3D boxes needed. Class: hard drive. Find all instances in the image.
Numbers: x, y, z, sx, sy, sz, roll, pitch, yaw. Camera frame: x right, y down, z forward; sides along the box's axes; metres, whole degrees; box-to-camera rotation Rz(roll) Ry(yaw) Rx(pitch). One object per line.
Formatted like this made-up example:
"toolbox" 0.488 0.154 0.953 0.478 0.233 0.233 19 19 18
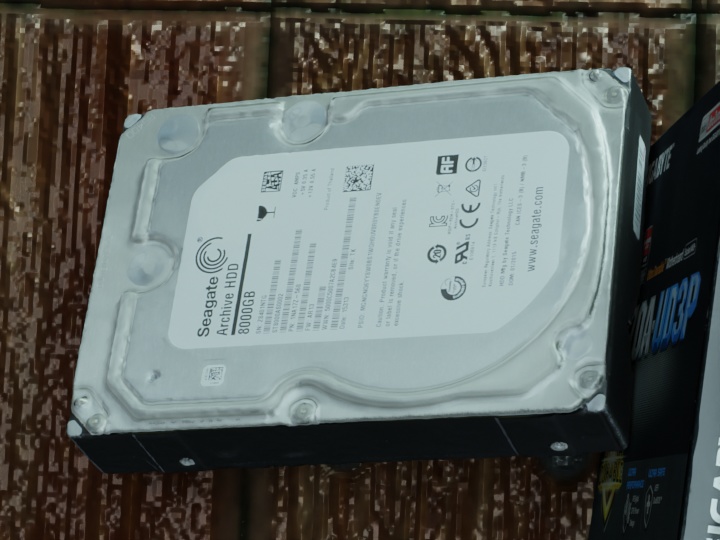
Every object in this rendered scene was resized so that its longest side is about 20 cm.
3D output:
"hard drive" 0.000 0.000 0.917 0.199 0.038 0.140 -4 59 21

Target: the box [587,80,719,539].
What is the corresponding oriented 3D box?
"box" 0.120 0.026 0.859 0.046 0.200 0.160 9 85 -2
